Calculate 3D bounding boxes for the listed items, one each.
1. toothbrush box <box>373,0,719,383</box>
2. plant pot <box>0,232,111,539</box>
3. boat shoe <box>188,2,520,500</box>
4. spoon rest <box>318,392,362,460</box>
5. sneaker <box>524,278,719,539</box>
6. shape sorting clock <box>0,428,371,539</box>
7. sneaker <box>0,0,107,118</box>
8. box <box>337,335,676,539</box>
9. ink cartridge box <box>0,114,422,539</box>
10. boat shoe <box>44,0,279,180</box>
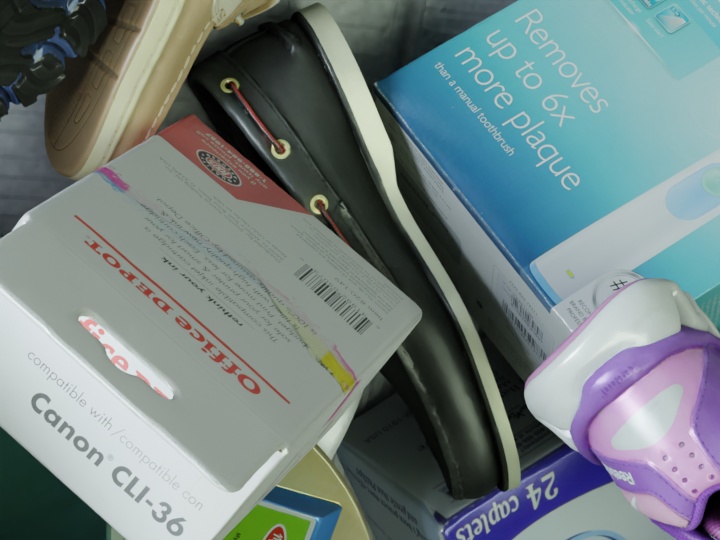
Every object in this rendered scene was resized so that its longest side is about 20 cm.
[{"bbox_3d":[0.126,-0.049,1.128,0.200,0.146,0.085,-30,156,-16],"label":"toothbrush box"},{"bbox_3d":[-0.208,0.065,0.973,0.161,0.201,0.201,-26,125,20],"label":"plant pot"},{"bbox_3d":[0.000,0.000,1.102,0.063,0.074,0.202,-27,92,-10],"label":"boat shoe"},{"bbox_3d":[-0.057,0.090,1.141,0.099,0.061,0.200,31,91,-33],"label":"spoon rest"},{"bbox_3d":[0.135,0.068,1.060,0.080,0.088,0.200,-46,154,12],"label":"sneaker"},{"bbox_3d":[-0.092,0.126,1.100,0.200,0.039,0.200,1,110,1],"label":"shape sorting clock"},{"bbox_3d":[-0.119,-0.135,1.017,0.200,0.078,0.075,-57,153,-1],"label":"sneaker"},{"bbox_3d":[0.115,0.116,1.218,0.184,0.105,0.200,-32,121,-14],"label":"box"},{"bbox_3d":[-0.066,0.027,0.980,0.116,0.200,0.068,41,113,4],"label":"ink cartridge box"},{"bbox_3d":[-0.052,-0.119,1.059,0.064,0.071,0.200,23,95,-32],"label":"boat shoe"}]
